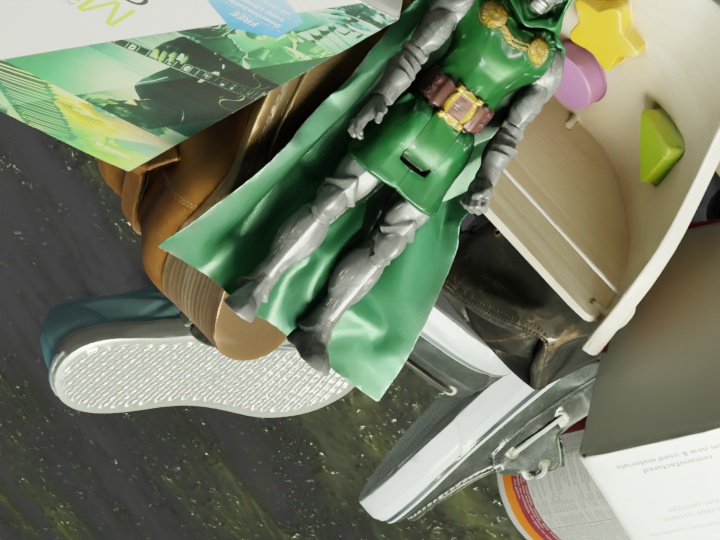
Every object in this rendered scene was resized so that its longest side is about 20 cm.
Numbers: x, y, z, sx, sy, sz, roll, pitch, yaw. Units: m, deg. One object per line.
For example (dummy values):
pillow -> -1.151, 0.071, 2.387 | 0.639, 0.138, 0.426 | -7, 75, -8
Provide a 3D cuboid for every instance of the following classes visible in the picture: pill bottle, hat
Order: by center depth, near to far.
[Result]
hat -> 0.090, 0.008, 1.312 | 0.201, 0.081, 0.201 | 41, 161, 18
pill bottle -> 0.171, 0.107, 1.523 | 0.110, 0.110, 0.200 | 22, 161, -22

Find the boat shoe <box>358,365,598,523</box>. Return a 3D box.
boat shoe -> 0.091, 0.083, 1.452 | 0.071, 0.200, 0.072 | 50, -174, -9

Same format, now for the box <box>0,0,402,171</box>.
box -> -0.097, -0.110, 1.053 | 0.144, 0.036, 0.200 | 26, 151, -28

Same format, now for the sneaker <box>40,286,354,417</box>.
sneaker -> -0.095, 0.037, 1.580 | 0.200, 0.082, 0.074 | 3, 124, -24

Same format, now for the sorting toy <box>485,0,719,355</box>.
sorting toy -> 0.098, -0.100, 1.131 | 0.200, 0.107, 0.180 | 48, 141, 9

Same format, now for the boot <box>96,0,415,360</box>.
boot -> -0.053, -0.078, 1.173 | 0.077, 0.155, 0.200 | -2, 125, -31

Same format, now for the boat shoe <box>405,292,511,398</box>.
boat shoe -> 0.000, 0.000, 1.387 | 0.200, 0.069, 0.057 | 37, 130, -11

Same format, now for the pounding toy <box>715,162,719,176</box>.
pounding toy -> 0.286, -0.055, 1.109 | 0.184, 0.142, 0.200 | 52, 151, 5

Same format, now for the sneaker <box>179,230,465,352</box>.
sneaker -> 0.003, 0.012, 1.488 | 0.200, 0.078, 0.086 | 3, 175, 13

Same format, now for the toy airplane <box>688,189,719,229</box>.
toy airplane -> 0.267, 0.032, 1.319 | 0.199, 0.141, 0.200 | -4, 151, 26

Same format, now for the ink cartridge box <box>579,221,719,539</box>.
ink cartridge box -> 0.186, 0.097, 1.205 | 0.083, 0.145, 0.200 | -15, 125, 27

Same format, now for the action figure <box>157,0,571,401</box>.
action figure -> 0.024, -0.052, 1.088 | 0.118, 0.200, 0.055 | 35, -173, -21
